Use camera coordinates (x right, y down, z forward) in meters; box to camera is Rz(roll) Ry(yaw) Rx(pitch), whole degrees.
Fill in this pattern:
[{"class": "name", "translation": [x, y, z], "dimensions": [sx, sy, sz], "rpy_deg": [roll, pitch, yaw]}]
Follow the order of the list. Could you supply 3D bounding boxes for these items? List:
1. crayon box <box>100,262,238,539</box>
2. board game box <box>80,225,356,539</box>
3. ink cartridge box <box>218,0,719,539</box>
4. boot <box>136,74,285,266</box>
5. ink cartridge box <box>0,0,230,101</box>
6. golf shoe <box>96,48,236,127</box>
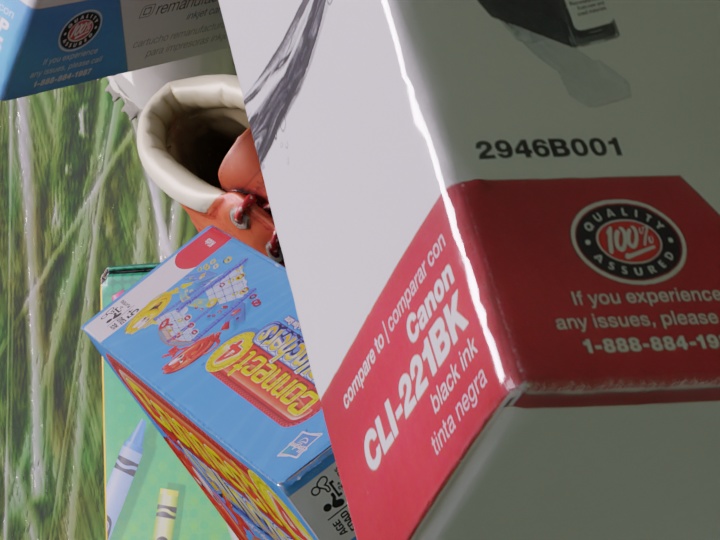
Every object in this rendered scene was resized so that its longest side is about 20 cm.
[{"class": "crayon box", "translation": [-0.046, 0.100, 1.051], "dimensions": [0.119, 0.058, 0.200], "rpy_deg": [11, -104, -67]}, {"class": "board game box", "translation": [0.016, 0.094, 0.830], "dimensions": [0.196, 0.056, 0.200], "rpy_deg": [55, 170, -21]}, {"class": "ink cartridge box", "translation": [0.056, -0.040, 0.583], "dimensions": [0.084, 0.144, 0.200], "rpy_deg": [117, 144, -49]}, {"class": "boot", "translation": [0.000, 0.000, 0.905], "dimensions": [0.075, 0.107, 0.200], "rpy_deg": [-49, 44, -9]}, {"class": "ink cartridge box", "translation": [-0.113, -0.198, 1.093], "dimensions": [0.146, 0.147, 0.200], "rpy_deg": [38, 124, 24]}, {"class": "golf shoe", "translation": [-0.081, -0.161, 1.212], "dimensions": [0.097, 0.078, 0.200], "rpy_deg": [-31, 62, 59]}]
